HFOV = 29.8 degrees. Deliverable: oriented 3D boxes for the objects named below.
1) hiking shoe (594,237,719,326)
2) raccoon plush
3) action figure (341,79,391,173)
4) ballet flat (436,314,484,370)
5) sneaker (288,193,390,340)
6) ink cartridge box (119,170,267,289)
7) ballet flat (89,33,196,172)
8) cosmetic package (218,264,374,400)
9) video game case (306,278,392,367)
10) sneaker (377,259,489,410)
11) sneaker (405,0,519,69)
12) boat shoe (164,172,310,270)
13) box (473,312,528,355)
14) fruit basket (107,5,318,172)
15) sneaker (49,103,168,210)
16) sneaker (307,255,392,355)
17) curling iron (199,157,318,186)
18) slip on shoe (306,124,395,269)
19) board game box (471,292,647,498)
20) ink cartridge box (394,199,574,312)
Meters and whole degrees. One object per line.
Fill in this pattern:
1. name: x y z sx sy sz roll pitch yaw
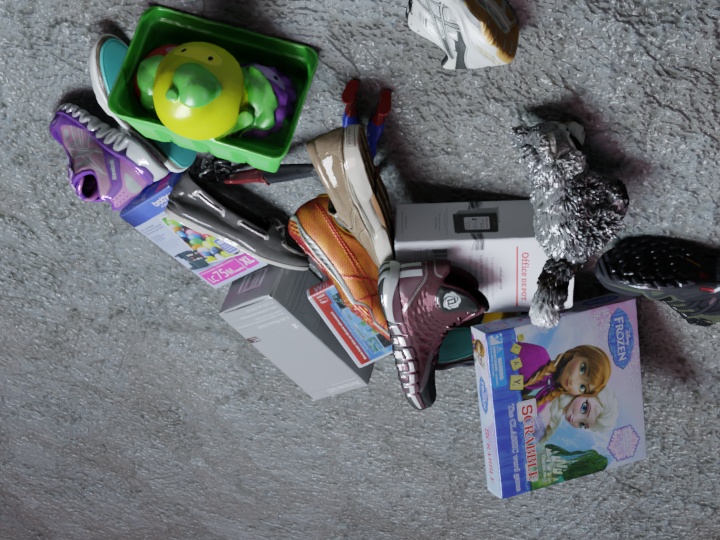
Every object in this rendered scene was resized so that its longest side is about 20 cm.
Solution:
1. hiking shoe: 0.358 0.026 1.498 0.198 0.076 0.101 7 140 17
2. raccoon plush: 0.194 -0.056 1.383 0.133 0.202 0.096 28 160 -35
3. action figure: -0.007 -0.125 1.508 0.065 0.052 0.201 13 147 1
4. ballet flat: 0.132 0.088 1.653 0.198 0.074 0.073 -2 162 -38
5. sneaker: 0.000 0.000 1.549 0.201 0.077 0.073 54 171 -20
6. ink cartridge box: -0.218 -0.060 1.708 0.200 0.042 0.119 41 140 -24
7. ballet flat: -0.262 -0.186 1.544 0.069 0.070 0.200 -4 140 31
8. cosmetic package: -0.076 0.075 1.776 0.106 0.091 0.200 -21 125 40
9. video game case: 0.054 0.030 1.629 0.198 0.018 0.143 -26 130 11
10. sneaker: 0.092 0.070 1.508 0.114 0.076 0.201 -10 127 8
11. sneaker: 0.068 -0.259 1.262 0.087 0.076 0.200 -8 135 34
12. boat shoe: -0.139 -0.057 1.639 0.198 0.067 0.057 23 104 -22
13. box: 0.229 0.103 1.630 0.199 0.120 0.041 36 142 -22
14. fruit basket: -0.156 -0.192 1.392 0.213 0.157 0.216 16 160 6
15. sneaker: -0.312 -0.127 1.573 0.199 0.089 0.080 29 170 42
16. sneaker: 0.000 0.028 1.700 0.090 0.076 0.201 9 140 35
17. curling iron: -0.116 -0.112 1.555 0.199 0.026 0.049 5 174 43
18. slip on shoe: -0.006 -0.073 1.468 0.060 0.077 0.201 -10 140 10
19. board game box: 0.233 0.143 1.565 0.041 0.197 0.202 -153 53 -66
20. ink cartridge box: 0.140 -0.014 1.527 0.197 0.067 0.117 -2 134 4
